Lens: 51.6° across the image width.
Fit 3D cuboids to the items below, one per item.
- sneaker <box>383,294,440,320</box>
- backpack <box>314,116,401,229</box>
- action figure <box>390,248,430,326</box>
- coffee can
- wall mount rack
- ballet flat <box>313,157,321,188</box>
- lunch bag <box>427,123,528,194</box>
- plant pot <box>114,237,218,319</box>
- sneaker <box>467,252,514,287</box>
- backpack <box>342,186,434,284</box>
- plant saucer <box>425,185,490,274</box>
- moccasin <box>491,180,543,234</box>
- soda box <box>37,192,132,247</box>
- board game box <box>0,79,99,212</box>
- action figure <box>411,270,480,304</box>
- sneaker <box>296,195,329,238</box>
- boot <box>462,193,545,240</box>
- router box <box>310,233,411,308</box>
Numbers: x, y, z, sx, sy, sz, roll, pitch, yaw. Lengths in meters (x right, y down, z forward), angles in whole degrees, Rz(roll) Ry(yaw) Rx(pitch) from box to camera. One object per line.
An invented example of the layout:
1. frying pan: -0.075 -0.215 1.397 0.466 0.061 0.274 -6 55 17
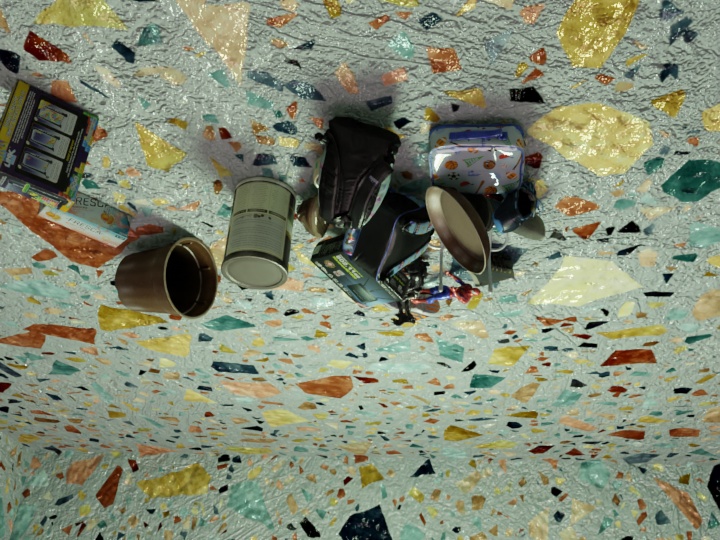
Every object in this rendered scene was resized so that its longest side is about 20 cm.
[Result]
1. sneaker: 0.110 0.098 2.037 0.197 0.079 0.112 20 152 -17
2. backpack: -0.007 -0.182 1.447 0.165 0.127 0.203 21 118 15
3. action figure: 0.114 0.035 1.868 0.101 0.203 0.119 17 -162 19
4. coffee can: -0.220 -0.081 1.634 0.144 0.203 0.147 3 151 2
5. wall mount rack: 0.241 -0.043 1.695 0.196 0.177 0.075 2 -166 3
6. ballet flat: -0.043 -0.173 1.595 0.068 0.070 0.200 -11 148 24
7. lunch bag: 0.231 -0.223 1.462 0.196 0.077 0.161 -1 148 9
8. plant pot: -0.498 0.025 1.879 0.195 0.203 0.200 -4 151 28
9. sneaker: 0.314 -0.026 1.813 0.105 0.076 0.200 -11 157 16
10. backpack: 0.078 -0.091 1.625 0.134 0.199 0.185 34 124 24
11. plant saucer: 0.201 -0.088 1.501 0.034 0.201 0.201 -30 153 -13
12. moccasin: 0.332 -0.129 1.507 0.068 0.200 0.081 -27 105 37
13. soda box: -0.642 -0.128 1.741 0.198 0.064 0.068 26 144 -35
14. board game box: -0.604 -0.234 1.411 0.164 0.203 0.056 24 147 -30
15. action figure: 0.210 0.043 1.911 0.198 0.066 0.099 -1 143 36
16. sneaker: -0.113 -0.122 1.649 0.075 0.071 0.200 24 166 5
17. boot: 0.309 -0.103 1.582 0.198 0.183 0.073 28 119 -24
18. router box: 0.000 0.000 1.761 0.149 0.063 0.200 -15 131 46
